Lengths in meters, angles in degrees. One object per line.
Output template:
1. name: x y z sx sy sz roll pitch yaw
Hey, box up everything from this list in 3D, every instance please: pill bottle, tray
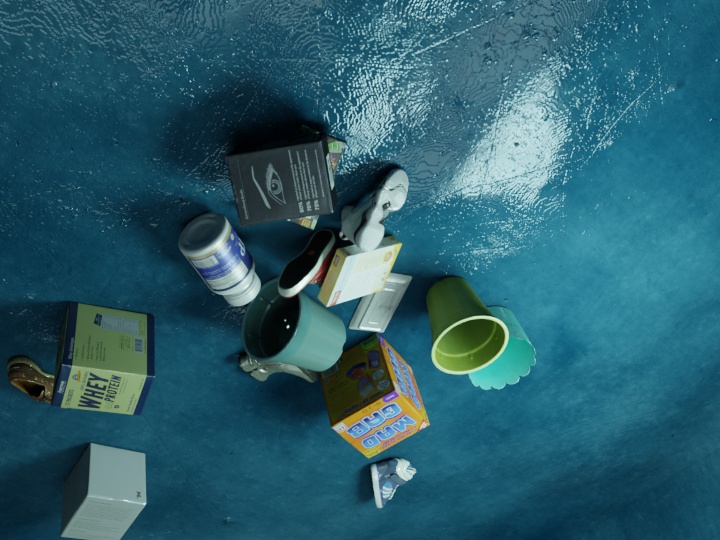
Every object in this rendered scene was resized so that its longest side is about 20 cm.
1. pill bottle: -0.302 -0.018 1.689 0.118 0.121 0.201 -23 134 5
2. tray: 0.051 0.088 1.959 0.106 0.022 0.201 8 128 -24

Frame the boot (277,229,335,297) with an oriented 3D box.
1. boot: -0.109 0.023 1.751 0.072 0.200 0.146 17 139 28

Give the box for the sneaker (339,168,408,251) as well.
1. sneaker: 0.023 -0.143 1.713 0.075 0.114 0.202 34 80 -38

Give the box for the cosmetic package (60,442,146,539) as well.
1. cosmetic package: -0.701 0.610 2.095 0.166 0.167 0.201 21 123 -31

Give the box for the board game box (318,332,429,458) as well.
1. board game box: 0.034 0.336 2.050 0.198 0.201 0.200 -31 132 13

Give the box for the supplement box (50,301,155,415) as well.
1. supplement box: -0.581 0.200 1.743 0.197 0.201 0.135 12 126 -24

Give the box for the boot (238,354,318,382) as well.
1. boot: -0.214 0.250 2.003 0.130 0.068 0.200 -36 124 22

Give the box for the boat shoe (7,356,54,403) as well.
1. boat shoe: -0.771 0.287 1.853 0.071 0.068 0.200 -31 132 12

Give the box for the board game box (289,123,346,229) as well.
1. board game box: -0.112 -0.195 1.608 0.103 0.024 0.202 19 110 -9

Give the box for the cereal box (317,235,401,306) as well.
1. cereal box: 0.000 0.000 1.786 0.199 0.039 0.145 -14 137 -46

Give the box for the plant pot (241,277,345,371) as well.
1. plant pot: -0.149 0.147 1.845 0.200 0.202 0.195 -40 137 19

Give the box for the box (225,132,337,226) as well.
1. box: -0.155 -0.184 1.541 0.197 0.105 0.150 -7 109 6

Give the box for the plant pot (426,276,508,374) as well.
1. plant pot: 0.246 0.122 1.933 0.197 0.191 0.202 -9 133 -10

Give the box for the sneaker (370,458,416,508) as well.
1. sneaker: 0.112 0.682 2.465 0.144 0.081 0.202 -10 127 -3

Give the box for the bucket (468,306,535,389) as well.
1. bucket: 0.362 0.208 2.082 0.204 0.136 0.209 -8 132 -9
